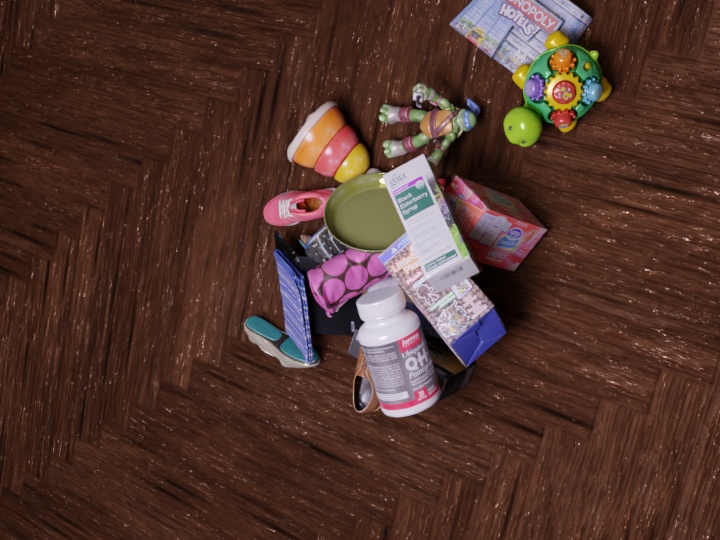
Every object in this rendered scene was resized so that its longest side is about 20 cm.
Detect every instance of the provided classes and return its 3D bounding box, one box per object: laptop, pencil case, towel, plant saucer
[{"bbox_3d":[-0.088,0.025,1.686,0.200,0.102,0.180,-136,36,-53],"label":"laptop"},{"bbox_3d":[0.000,0.000,1.542,0.198,0.091,0.095,-30,92,-7],"label":"pencil case"},{"bbox_3d":[-0.137,0.071,1.667,0.145,0.024,0.203,-135,35,-54],"label":"towel"},{"bbox_3d":[0.031,-0.101,1.530,0.198,0.200,0.031,25,146,24],"label":"plant saucer"}]

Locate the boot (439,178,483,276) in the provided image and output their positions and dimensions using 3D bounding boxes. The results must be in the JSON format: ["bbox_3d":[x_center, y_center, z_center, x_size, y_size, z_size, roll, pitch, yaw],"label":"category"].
[{"bbox_3d":[0.161,-0.087,1.556,0.199,0.072,0.146,32,108,27],"label":"boot"}]

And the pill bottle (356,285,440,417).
[{"bbox_3d":[0.059,0.134,1.406,0.109,0.111,0.203,-10,106,29],"label":"pill bottle"}]

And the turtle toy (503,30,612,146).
[{"bbox_3d":[0.323,-0.292,1.399,0.146,0.101,0.200,42,115,-9],"label":"turtle toy"}]

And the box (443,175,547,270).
[{"bbox_3d":[0.218,-0.079,1.439,0.103,0.198,0.095,-53,52,23],"label":"box"}]

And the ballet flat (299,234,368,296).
[{"bbox_3d":[-0.040,-0.013,1.682,0.065,0.070,0.200,-44,82,15],"label":"ballet flat"}]

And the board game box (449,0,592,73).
[{"bbox_3d":[0.292,-0.455,1.448,0.200,0.061,0.201,42,114,19],"label":"board game box"}]

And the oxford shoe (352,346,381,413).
[{"bbox_3d":[0.024,0.159,1.478,0.070,0.071,0.203,10,99,29],"label":"oxford shoe"}]

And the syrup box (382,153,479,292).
[{"bbox_3d":[0.112,-0.076,1.333,0.078,0.081,0.202,-26,65,11],"label":"syrup box"}]

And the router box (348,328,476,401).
[{"bbox_3d":[0.099,0.164,1.565,0.198,0.157,0.053,27,108,23],"label":"router box"}]

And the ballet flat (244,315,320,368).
[{"bbox_3d":[-0.168,0.165,1.775,0.199,0.069,0.070,31,109,25],"label":"ballet flat"}]

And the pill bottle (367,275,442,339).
[{"bbox_3d":[0.116,0.062,1.572,0.198,0.108,0.110,14,102,28],"label":"pill bottle"}]

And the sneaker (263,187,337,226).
[{"bbox_3d":[-0.128,-0.135,1.702,0.198,0.086,0.075,-8,90,30],"label":"sneaker"}]

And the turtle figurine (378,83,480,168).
[{"bbox_3d":[0.101,-0.257,1.513,0.193,0.201,0.145,2,136,49],"label":"turtle figurine"}]

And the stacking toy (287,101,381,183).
[{"bbox_3d":[-0.032,-0.219,1.637,0.199,0.146,0.146,41,114,0],"label":"stacking toy"}]

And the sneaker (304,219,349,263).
[{"bbox_3d":[-0.034,-0.079,1.613,0.089,0.199,0.079,7,127,51],"label":"sneaker"}]

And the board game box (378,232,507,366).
[{"bbox_3d":[0.142,0.042,1.415,0.097,0.160,0.201,-39,64,1],"label":"board game box"}]
